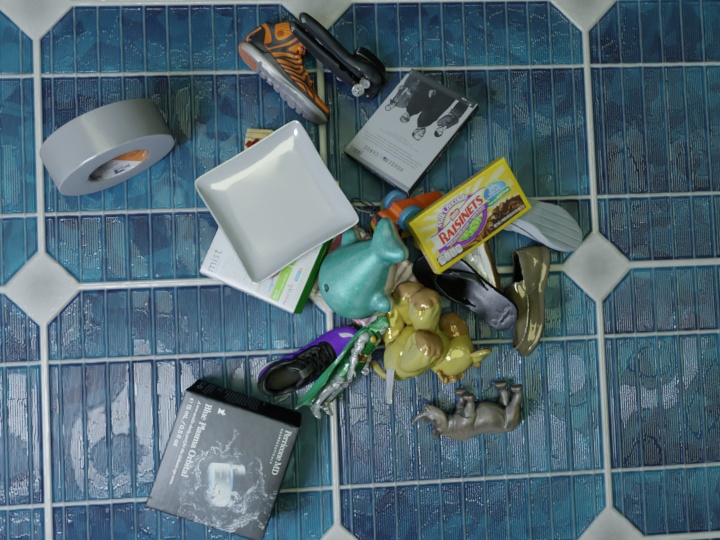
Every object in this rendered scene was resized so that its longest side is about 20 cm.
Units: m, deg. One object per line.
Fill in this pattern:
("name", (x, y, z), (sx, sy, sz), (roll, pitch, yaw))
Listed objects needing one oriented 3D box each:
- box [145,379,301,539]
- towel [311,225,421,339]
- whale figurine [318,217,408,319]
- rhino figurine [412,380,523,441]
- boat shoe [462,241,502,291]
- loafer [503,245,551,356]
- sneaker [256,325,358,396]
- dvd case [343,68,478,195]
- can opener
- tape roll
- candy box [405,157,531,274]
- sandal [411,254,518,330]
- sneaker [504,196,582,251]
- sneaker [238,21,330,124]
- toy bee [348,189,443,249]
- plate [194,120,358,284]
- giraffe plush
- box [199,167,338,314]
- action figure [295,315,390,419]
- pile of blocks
("box", (-0.222, 0.312, 1.084), (0.199, 0.117, 0.198), (19, 87, -4))
("towel", (0.004, 0.013, 1.151), (0.200, 0.030, 0.147), (34, 86, -2))
("whale figurine", (0.000, 0.000, 1.040), (0.103, 0.200, 0.160), (-13, 68, -33))
("rhino figurine", (0.190, 0.254, 1.140), (0.199, 0.060, 0.088), (-9, 99, -1))
("boat shoe", (0.200, -0.015, 1.150), (0.069, 0.071, 0.201), (-18, 83, 16))
("loafer", (0.288, 0.051, 1.151), (0.067, 0.076, 0.201), (10, 78, -3))
("sneaker", (-0.085, 0.162, 1.104), (0.199, 0.100, 0.070), (-28, 92, -4))
("dvd case", (0.087, -0.245, 1.132), (0.150, 0.025, 0.200), (36, 83, 24))
("can opener", (-0.039, -0.367, 1.122), (0.199, 0.063, 0.079), (28, 44, -28))
("tape roll", (-0.404, -0.196, 1.046), (0.200, 0.200, 0.066), (-28, 92, -4))
("candy box", (0.180, -0.091, 1.074), (0.200, 0.026, 0.102), (-35, 101, -9))
("sandal", (0.177, 0.030, 1.101), (0.200, 0.043, 0.076), (31, 112, 14))
("sneaker", (0.301, -0.092, 1.156), (0.199, 0.071, 0.073), (27, 80, -13))
("sneaker", (-0.106, -0.357, 1.133), (0.200, 0.078, 0.112), (44, 77, -10))
("toy bee", (0.056, -0.084, 1.124), (0.199, 0.131, 0.109), (6, 127, -20))
("plate", (-0.134, -0.109, 1.042), (0.199, 0.032, 0.200), (-32, 84, -3))
("giraffe plush", (0.126, 0.124, 1.087), (0.161, 0.172, 0.201), (6, 98, -26))
("box", (-0.147, -0.051, 1.099), (0.176, 0.097, 0.201), (22, 86, 5))
("action figure", (-0.015, 0.156, 1.077), (0.055, 0.118, 0.200), (39, 103, 21))
("pile of blocks", (-0.117, -0.195, 1.134), (0.199, 0.062, 0.082), (28, 87, -3))
